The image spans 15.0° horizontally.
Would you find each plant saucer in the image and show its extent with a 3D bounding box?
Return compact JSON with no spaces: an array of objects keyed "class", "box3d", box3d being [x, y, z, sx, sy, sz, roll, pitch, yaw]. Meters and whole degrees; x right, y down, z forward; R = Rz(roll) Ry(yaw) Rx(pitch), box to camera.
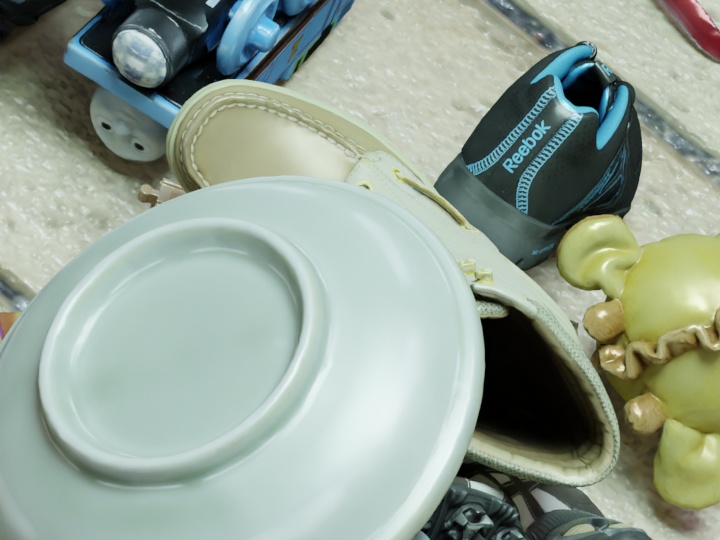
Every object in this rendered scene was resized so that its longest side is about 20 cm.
[{"class":"plant saucer","box3d":[-0.057,0.037,0.966,0.199,0.050,0.201,-12,51,15]}]

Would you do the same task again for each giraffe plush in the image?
[{"class":"giraffe plush","box3d":[0.173,0.018,1.175,0.161,0.200,0.173,-28,66,-6]}]

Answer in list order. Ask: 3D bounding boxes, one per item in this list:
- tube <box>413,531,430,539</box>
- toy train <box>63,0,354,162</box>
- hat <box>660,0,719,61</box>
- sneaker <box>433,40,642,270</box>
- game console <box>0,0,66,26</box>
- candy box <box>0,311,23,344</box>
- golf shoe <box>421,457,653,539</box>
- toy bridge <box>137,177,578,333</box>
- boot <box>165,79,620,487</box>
[{"class":"tube","box3d":[0.048,0.185,0.976,0.201,0.050,0.078,60,34,-20]},{"class":"toy train","box3d":[-0.056,-0.124,1.208,0.086,0.115,0.200,30,46,8]},{"class":"hat","box3d":[0.074,-0.203,1.400,0.165,0.177,0.200,-7,17,-26]},{"class":"sneaker","box3d":[0.098,-0.060,1.213,0.073,0.082,0.200,38,23,4]},{"class":"game console","box3d":[-0.150,-0.216,1.148,0.116,0.175,0.201,35,43,-38]},{"class":"candy box","box3d":[-0.148,0.077,1.038,0.199,0.057,0.117,0,53,-22]},{"class":"golf shoe","box3d":[0.029,0.102,1.058,0.094,0.078,0.200,42,13,36]},{"class":"toy bridge","box3d":[0.000,0.000,1.159,0.199,0.067,0.027,20,46,-8]},{"class":"boot","box3d":[0.012,0.003,1.052,0.200,0.072,0.155,38,7,-9]}]
